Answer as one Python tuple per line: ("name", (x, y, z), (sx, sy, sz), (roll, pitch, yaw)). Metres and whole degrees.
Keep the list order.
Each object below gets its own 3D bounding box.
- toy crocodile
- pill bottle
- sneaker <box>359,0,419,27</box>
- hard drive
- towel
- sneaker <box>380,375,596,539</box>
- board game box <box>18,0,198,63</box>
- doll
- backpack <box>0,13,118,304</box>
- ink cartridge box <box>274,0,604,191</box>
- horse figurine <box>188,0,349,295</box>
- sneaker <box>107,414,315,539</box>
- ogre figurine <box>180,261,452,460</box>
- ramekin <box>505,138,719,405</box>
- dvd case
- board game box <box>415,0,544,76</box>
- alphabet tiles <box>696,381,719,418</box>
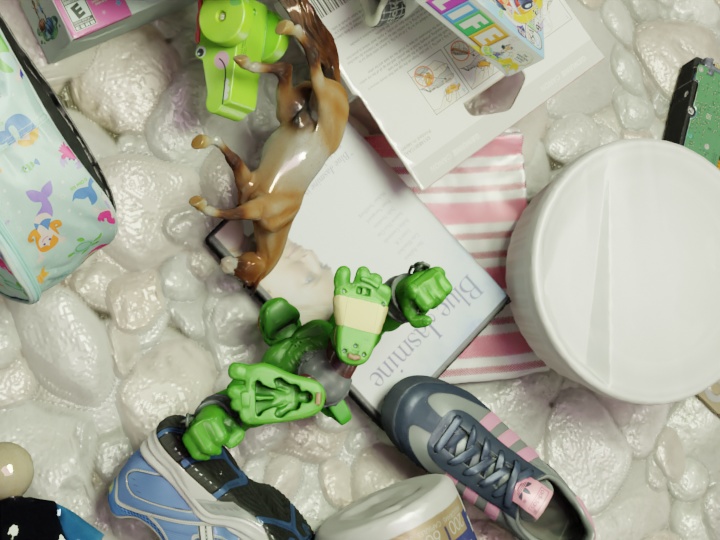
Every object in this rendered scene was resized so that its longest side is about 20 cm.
("toy crocodile", (-0.088, -0.207, 0.956), (0.067, 0.061, 0.203), (0, 95, -63))
("pill bottle", (0.052, 0.259, 0.982), (0.110, 0.111, 0.202), (-24, 92, -25))
("sneaker", (-0.019, -0.265, 0.950), (0.080, 0.076, 0.201), (-41, 95, -32))
("hard drive", (0.322, -0.070, 1.191), (0.138, 0.038, 0.202), (21, 73, -16))
("towel", (0.077, -0.012, 1.081), (0.144, 0.030, 0.203), (-5, 84, -24))
("sneaker", (0.103, 0.147, 1.020), (0.199, 0.082, 0.071), (37, 83, -26))
("board game box", (-0.197, -0.273, 0.978), (0.147, 0.064, 0.202), (-29, 94, -26))
("doll", (-0.227, 0.214, 0.896), (0.135, 0.048, 0.203), (-4, 84, -26))
("backpack", (-0.251, -0.069, 0.861), (0.151, 0.177, 0.201), (-45, 111, -20))
("ink cartridge box", (0.062, -0.181, 1.035), (0.199, 0.045, 0.177), (-36, 95, -21))
("horse figurine", (-0.057, -0.091, 0.948), (0.132, 0.049, 0.202), (36, 75, -56))
("sneaker", (-0.092, 0.187, 0.960), (0.077, 0.076, 0.200), (-38, 110, 12))
("ogre figurine", (-0.036, 0.065, 0.946), (0.098, 0.120, 0.201), (37, 78, -4))
("ramekin", (0.204, 0.003, 1.065), (0.200, 0.094, 0.206), (1, 87, -19))
("dvd case", (0.000, 0.000, 1.029), (0.143, 0.018, 0.200), (-45, 97, -13))
("board game box", (0.076, -0.255, 0.962), (0.134, 0.034, 0.202), (29, 51, -40))
("alphabet tiles", (0.350, 0.037, 1.210), (0.167, 0.008, 0.201), (42, 67, -14))
